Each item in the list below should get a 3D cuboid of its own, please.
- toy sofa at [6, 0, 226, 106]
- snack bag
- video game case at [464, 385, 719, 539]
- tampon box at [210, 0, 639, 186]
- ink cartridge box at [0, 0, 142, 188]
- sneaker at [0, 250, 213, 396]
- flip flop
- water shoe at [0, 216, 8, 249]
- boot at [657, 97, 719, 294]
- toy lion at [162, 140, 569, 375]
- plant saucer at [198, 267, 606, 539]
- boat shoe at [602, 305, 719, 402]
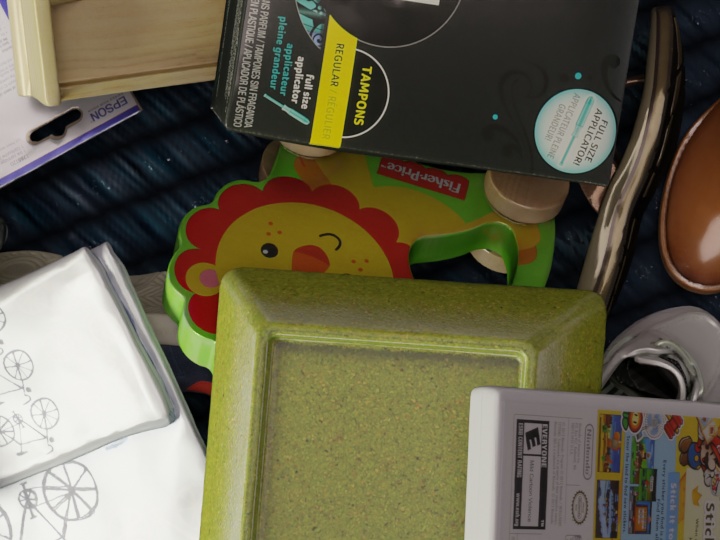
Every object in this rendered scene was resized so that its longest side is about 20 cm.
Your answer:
[{"bbox_3d":[-0.095,-0.147,1.326,0.199,0.098,0.083,-9,104,-17],"label":"toy sofa"},{"bbox_3d":[-0.168,0.104,1.297,0.188,0.021,0.201,-22,97,28],"label":"snack bag"},{"bbox_3d":[0.117,0.161,1.169,0.181,0.023,0.201,7,84,-43],"label":"video game case"},{"bbox_3d":[0.033,-0.135,1.233,0.199,0.126,0.151,7,98,-8],"label":"tampon box"},{"bbox_3d":[-0.210,-0.152,1.363,0.099,0.039,0.201,-27,85,-3],"label":"ink cartridge box"},{"bbox_3d":[-0.151,0.044,1.336,0.199,0.075,0.085,7,121,15],"label":"sneaker"},{"bbox_3d":[0.138,-0.055,1.344,0.057,0.081,0.201,18,91,14],"label":"flip flop"},{"bbox_3d":[-0.220,-0.016,1.284,0.079,0.200,0.072,-19,121,17],"label":"water shoe"},{"bbox_3d":[0.227,-0.084,1.300,0.073,0.155,0.201,26,86,2],"label":"boot"},{"bbox_3d":[0.000,0.000,1.291,0.199,0.069,0.192,16,53,-1],"label":"toy lion"},{"bbox_3d":[0.015,0.101,1.184,0.199,0.048,0.201,4,85,9],"label":"plant saucer"},{"bbox_3d":[0.156,0.072,1.279,0.074,0.067,0.200,42,45,3],"label":"boat shoe"}]
